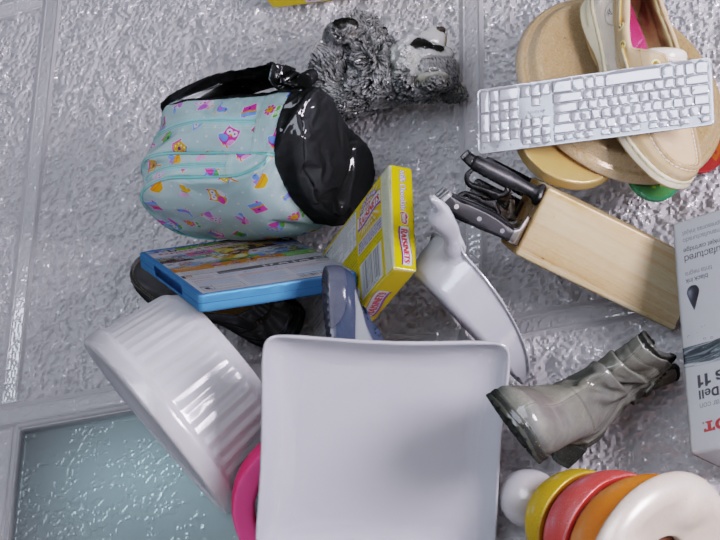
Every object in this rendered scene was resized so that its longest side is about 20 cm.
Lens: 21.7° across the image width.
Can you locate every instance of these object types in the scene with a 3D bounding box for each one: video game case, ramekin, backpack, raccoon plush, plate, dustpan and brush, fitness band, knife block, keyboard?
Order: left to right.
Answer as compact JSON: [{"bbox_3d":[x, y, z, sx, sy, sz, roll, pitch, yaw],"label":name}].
[{"bbox_3d":[-0.146,0.110,1.656,0.094,0.202,0.202,-39,53,-11],"label":"ramekin"},{"bbox_3d":[-0.107,-0.100,1.728,0.200,0.167,0.127,0,54,27],"label":"backpack"},{"bbox_3d":[-0.104,-0.001,1.682,0.143,0.018,0.200,-9,14,-19],"label":"video game case"},{"bbox_3d":[-0.014,0.181,1.579,0.200,0.144,0.037,-34,18,8],"label":"fitness band"},{"bbox_3d":[0.016,-0.153,1.789,0.134,0.097,0.200,38,118,22],"label":"raccoon plush"},{"bbox_3d":[0.016,0.145,1.536,0.200,0.032,0.200,2,108,-3],"label":"plate"},{"bbox_3d":[0.082,0.001,1.578,0.057,0.200,0.140,-44,53,0],"label":"dustpan and brush"},{"bbox_3d":[0.165,-0.031,1.562,0.200,0.176,0.064,32,99,35],"label":"knife block"},{"bbox_3d":[0.189,-0.133,1.530,0.200,0.011,0.056,-6,82,24],"label":"keyboard"}]

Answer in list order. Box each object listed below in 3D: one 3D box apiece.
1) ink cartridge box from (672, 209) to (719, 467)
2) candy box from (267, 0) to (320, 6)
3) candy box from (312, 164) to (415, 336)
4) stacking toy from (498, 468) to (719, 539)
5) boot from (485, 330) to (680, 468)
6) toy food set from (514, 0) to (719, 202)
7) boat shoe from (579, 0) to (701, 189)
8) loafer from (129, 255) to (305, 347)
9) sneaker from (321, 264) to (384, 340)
[{"bbox_3d":[0.331,0.047,1.470,0.147,0.083,0.200,-19,62,36],"label":"ink cartridge box"},{"bbox_3d":[0.001,-0.324,1.885,0.200,0.026,0.102,-3,68,27],"label":"candy box"},{"bbox_3d":[0.000,0.000,1.653,0.200,0.026,0.102,129,147,-56],"label":"candy box"},{"bbox_3d":[0.179,0.201,1.489,0.200,0.146,0.146,25,78,51],"label":"stacking toy"},{"bbox_3d":[0.181,0.090,1.487,0.131,0.200,0.068,-40,71,10],"label":"boot"},{"bbox_3d":[0.223,-0.149,1.614,0.198,0.049,0.200,9,57,-15],"label":"toy food set"},{"bbox_3d":[0.240,-0.163,1.549,0.069,0.074,0.200,-44,55,43],"label":"boat shoe"},{"bbox_3d":[-0.146,0.015,1.772,0.200,0.072,0.073,14,74,33],"label":"loafer"},{"bbox_3d":[0.016,0.082,1.601,0.082,0.200,0.070,-12,22,0],"label":"sneaker"}]
